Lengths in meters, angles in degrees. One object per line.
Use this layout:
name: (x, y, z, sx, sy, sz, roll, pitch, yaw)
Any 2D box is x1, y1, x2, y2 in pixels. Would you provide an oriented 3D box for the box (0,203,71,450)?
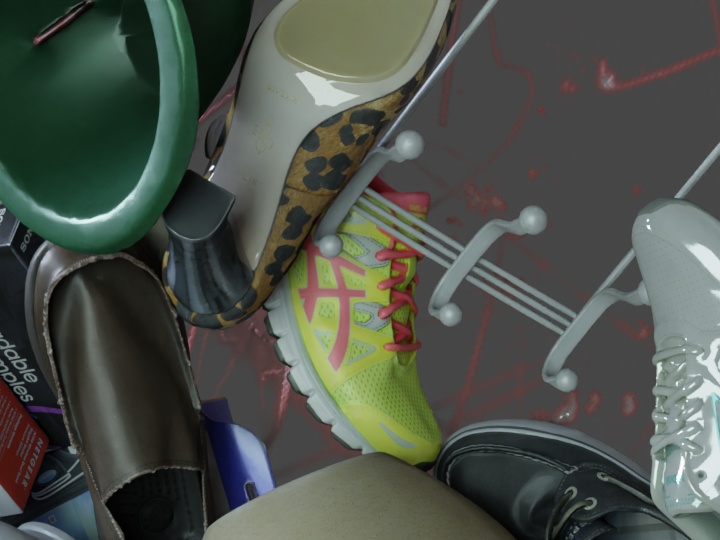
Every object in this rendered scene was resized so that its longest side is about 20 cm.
box: (-0.211, 0.039, 1.472, 0.199, 0.143, 0.036, -12, 43, 28)

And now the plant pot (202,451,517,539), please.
plant pot: (-0.004, 0.163, 1.369, 0.200, 0.200, 0.135, -28, 79, 20)

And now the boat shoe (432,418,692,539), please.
boat shoe: (0.117, 0.129, 1.389, 0.200, 0.066, 0.070, 29, 102, 18)

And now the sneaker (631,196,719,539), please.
sneaker: (0.162, 0.065, 1.317, 0.080, 0.070, 0.201, -25, 92, -21)

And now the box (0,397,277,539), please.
box: (-0.123, 0.142, 1.500, 0.199, 0.041, 0.120, -18, 85, 18)

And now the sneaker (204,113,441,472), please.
sneaker: (0.000, 0.000, 1.426, 0.090, 0.078, 0.201, -27, 81, 18)

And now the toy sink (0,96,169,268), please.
toy sink: (-0.167, -0.076, 1.439, 0.199, 0.131, 0.112, 5, 51, 14)

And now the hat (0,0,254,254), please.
hat: (-0.067, -0.119, 1.332, 0.166, 0.176, 0.200, 47, 132, 24)

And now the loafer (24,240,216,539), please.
loafer: (-0.100, 0.072, 1.395, 0.073, 0.071, 0.201, -21, 113, -11)

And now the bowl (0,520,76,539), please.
bowl: (-0.160, 0.185, 1.425, 0.201, 0.202, 0.090, 34, 58, 25)

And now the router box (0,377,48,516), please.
router box: (-0.283, 0.058, 1.452, 0.199, 0.049, 0.180, -10, 133, 27)

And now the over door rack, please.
over door rack: (0.090, -0.054, 1.361, 0.147, 0.067, 0.200, 30, 105, -16)

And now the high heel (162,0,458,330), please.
high heel: (-0.021, -0.063, 1.370, 0.071, 0.143, 0.200, 39, 74, 13)
